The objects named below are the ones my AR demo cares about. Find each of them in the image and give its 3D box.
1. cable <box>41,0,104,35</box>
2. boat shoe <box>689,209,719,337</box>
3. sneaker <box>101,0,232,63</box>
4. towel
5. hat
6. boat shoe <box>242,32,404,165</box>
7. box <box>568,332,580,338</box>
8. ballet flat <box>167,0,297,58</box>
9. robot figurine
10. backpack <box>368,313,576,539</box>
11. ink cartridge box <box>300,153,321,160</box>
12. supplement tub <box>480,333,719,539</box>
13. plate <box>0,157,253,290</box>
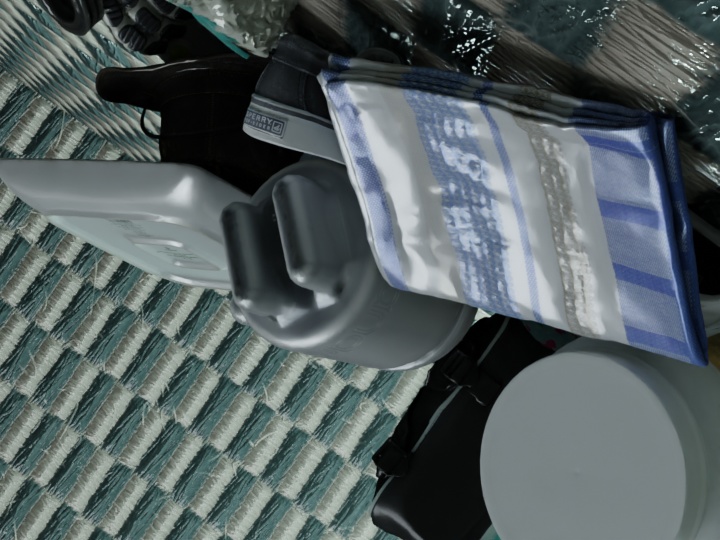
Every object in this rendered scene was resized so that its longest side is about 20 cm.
[{"bbox_3d":[-0.168,-0.208,0.785,0.097,0.050,0.200,18,152,34],"label":"cable"},{"bbox_3d":[0.110,-0.034,0.759,0.199,0.074,0.065,23,168,12],"label":"boat shoe"},{"bbox_3d":[-0.132,-0.176,0.925,0.080,0.078,0.200,42,177,17],"label":"sneaker"},{"bbox_3d":[0.071,-0.029,0.722,0.199,0.024,0.148,16,136,39],"label":"towel"},{"bbox_3d":[-0.078,-0.082,0.961,0.199,0.082,0.201,-1,174,0],"label":"hat"},{"bbox_3d":[0.010,-0.091,0.838,0.071,0.068,0.199,23,-172,35],"label":"boat shoe"},{"bbox_3d":[0.160,0.027,1.067,0.159,0.046,0.200,32,174,37],"label":"box"},{"bbox_3d":[-0.089,-0.163,0.707,0.072,0.072,0.200,31,-175,27],"label":"ballet flat"},{"bbox_3d":[0.000,0.000,0.896,0.169,0.114,0.199,-21,159,31],"label":"robot figurine"},{"bbox_3d":[0.097,0.114,1.011,0.150,0.178,0.200,35,-173,-2],"label":"backpack"},{"bbox_3d":[-0.035,-0.054,1.065,0.199,0.042,0.119,15,-152,11],"label":"ink cartridge box"},{"bbox_3d":[0.172,0.103,0.815,0.144,0.146,0.199,30,-162,36],"label":"supplement tub"},{"bbox_3d":[-0.119,-0.024,0.994,0.199,0.033,0.200,5,163,39],"label":"plate"}]
